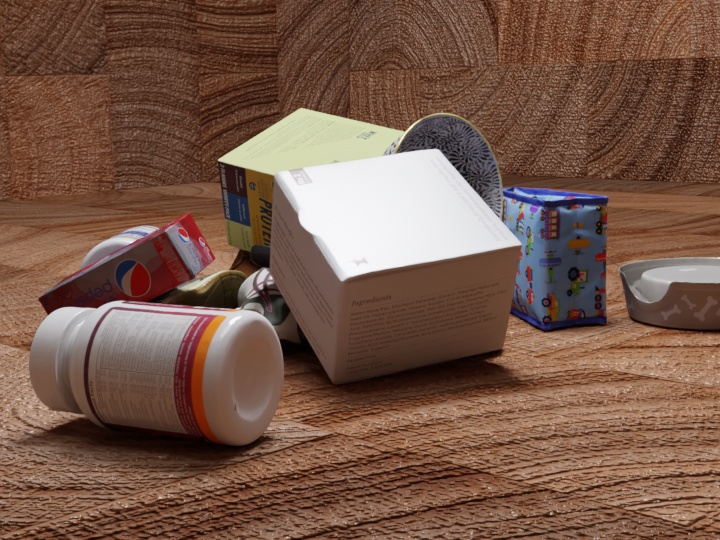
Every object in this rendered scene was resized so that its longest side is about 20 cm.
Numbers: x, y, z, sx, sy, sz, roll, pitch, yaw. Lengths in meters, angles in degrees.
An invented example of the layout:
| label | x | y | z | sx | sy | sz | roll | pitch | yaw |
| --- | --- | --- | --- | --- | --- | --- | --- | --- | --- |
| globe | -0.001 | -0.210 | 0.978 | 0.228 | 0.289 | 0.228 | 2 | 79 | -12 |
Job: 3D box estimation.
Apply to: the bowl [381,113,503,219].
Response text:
| label | x | y | z | sx | sy | sz | roll | pitch | yaw |
| --- | --- | --- | --- | --- | --- | --- | --- | --- | --- |
| bowl | 0.076 | -0.088 | 1.495 | 0.199 | 0.203 | 0.094 | -9 | 7 | -40 |

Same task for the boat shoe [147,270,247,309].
| label | x | y | z | sx | sy | sz | roll | pitch | yaw |
| --- | --- | --- | --- | --- | --- | --- | --- | --- | --- |
| boat shoe | -0.201 | 0.038 | 1.441 | 0.064 | 0.074 | 0.200 | 8 | 12 | 24 |

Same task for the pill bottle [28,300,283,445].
| label | x | y | z | sx | sy | sz | roll | pitch | yaw |
| --- | --- | --- | --- | --- | --- | --- | --- | --- | --- |
| pill bottle | -0.173 | 0.083 | 1.021 | 0.198 | 0.111 | 0.109 | 3 | 10 | 27 |

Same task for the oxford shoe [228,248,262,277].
| label | x | y | z | sx | sy | sz | roll | pitch | yaw |
| --- | --- | --- | --- | --- | --- | --- | --- | --- | --- |
| oxford shoe | -0.162 | 0.000 | 1.701 | 0.070 | 0.072 | 0.200 | 1 | 10 | 3 |

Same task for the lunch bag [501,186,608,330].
| label | x | y | z | sx | sy | sz | roll | pitch | yaw |
| --- | --- | --- | --- | --- | --- | --- | --- | --- | --- |
| lunch bag | 0.214 | -0.021 | 1.497 | 0.093 | 0.153 | 0.200 | -4 | 9 | -21 |

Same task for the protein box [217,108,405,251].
| label | x | y | z | sx | sy | sz | roll | pitch | yaw |
| --- | --- | --- | --- | --- | --- | --- | --- | --- | --- |
| protein box | -0.056 | -0.112 | 1.690 | 0.198 | 0.136 | 0.198 | 16 | 36 | 30 |

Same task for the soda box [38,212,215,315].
| label | x | y | z | sx | sy | sz | roll | pitch | yaw |
| --- | --- | --- | --- | --- | --- | --- | --- | --- | --- |
| soda box | -0.268 | 0.009 | 1.392 | 0.199 | 0.064 | 0.070 | -24 | 12 | 24 |

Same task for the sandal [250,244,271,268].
| label | x | y | z | sx | sy | sz | roll | pitch | yaw |
| --- | --- | --- | --- | --- | --- | --- | --- | --- | --- |
| sandal | -0.035 | -0.021 | 1.385 | 0.198 | 0.046 | 0.075 | 4 | -7 | -26 |

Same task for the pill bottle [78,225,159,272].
| label | x | y | z | sx | sy | sz | roll | pitch | yaw |
| --- | --- | --- | --- | --- | --- | --- | --- | --- | --- |
| pill bottle | -0.285 | 0.003 | 1.563 | 0.110 | 0.113 | 0.200 | -1 | 8 | 3 |

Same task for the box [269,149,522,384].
| label | x | y | z | sx | sy | sz | roll | pitch | yaw |
| --- | --- | --- | --- | --- | --- | --- | --- | --- | --- |
| box | 0.029 | -0.010 | 1.244 | 0.198 | 0.132 | 0.199 | -10 | 38 | -21 |

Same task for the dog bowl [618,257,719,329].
| label | x | y | z | sx | sy | sz | roll | pitch | yaw |
| --- | --- | --- | --- | --- | --- | --- | --- | --- | --- |
| dog bowl | 0.411 | 0.026 | 1.463 | 0.197 | 0.059 | 0.200 | -1 | 8 | 0 |

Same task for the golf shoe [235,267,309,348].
| label | x | y | z | sx | sy | sz | roll | pitch | yaw |
| --- | --- | --- | --- | --- | --- | --- | --- | --- | --- |
| golf shoe | -0.114 | 0.044 | 1.395 | 0.087 | 0.078 | 0.200 | -15 | 12 | -23 |
